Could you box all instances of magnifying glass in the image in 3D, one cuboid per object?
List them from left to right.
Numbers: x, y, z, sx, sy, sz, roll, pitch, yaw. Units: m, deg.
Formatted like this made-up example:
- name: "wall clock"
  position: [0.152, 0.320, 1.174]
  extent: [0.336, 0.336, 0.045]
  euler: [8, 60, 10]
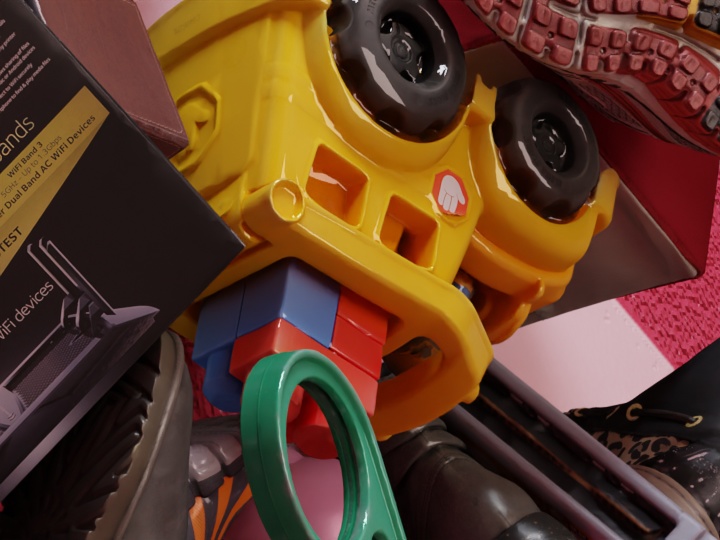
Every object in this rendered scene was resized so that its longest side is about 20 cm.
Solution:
- name: "magnifying glass"
  position: [0.008, 0.113, 1.077]
  extent: [0.200, 0.022, 0.080]
  euler: [63, 27, -31]

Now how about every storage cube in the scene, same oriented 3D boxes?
- name: "storage cube"
  position: [0.058, -0.091, 1.345]
  extent: [0.200, 0.171, 0.180]
  euler: [47, 40, -34]

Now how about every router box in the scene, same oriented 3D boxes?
- name: "router box"
  position: [-0.160, 0.006, 0.965]
  extent: [0.200, 0.052, 0.157]
  euler: [-46, 123, -8]

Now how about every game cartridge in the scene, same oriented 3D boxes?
- name: "game cartridge"
  position: [0.092, 0.111, 1.280]
  extent: [0.042, 0.200, 0.133]
  euler: [-40, 150, -20]

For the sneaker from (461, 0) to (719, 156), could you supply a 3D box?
- name: "sneaker"
  position: [0.095, -0.102, 1.195]
  extent: [0.200, 0.082, 0.078]
  euler: [35, 75, -25]

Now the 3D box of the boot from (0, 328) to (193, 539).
- name: "boot"
  position: [-0.043, 0.134, 1.053]
  extent: [0.200, 0.072, 0.182]
  euler: [27, 76, -36]

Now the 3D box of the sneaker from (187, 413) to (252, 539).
- name: "sneaker"
  position: [-0.090, 0.135, 1.112]
  extent: [0.200, 0.077, 0.112]
  euler: [-33, 108, -47]

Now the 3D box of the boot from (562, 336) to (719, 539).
- name: "boot"
  position: [0.157, 0.067, 1.360]
  extent: [0.154, 0.204, 0.074]
  euler: [-42, 104, -12]

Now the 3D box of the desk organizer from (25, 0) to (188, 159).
- name: "desk organizer"
  position: [-0.140, -0.118, 1.093]
  extent: [0.077, 0.072, 0.200]
  euler: [20, 42, -54]

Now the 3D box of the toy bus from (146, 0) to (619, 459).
- name: "toy bus"
  position: [0.000, 0.000, 1.165]
  extent: [0.200, 0.136, 0.192]
  euler: [31, 48, -33]

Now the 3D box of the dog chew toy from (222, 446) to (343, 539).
- name: "dog chew toy"
  position: [0.003, 0.167, 1.191]
  extent: [0.124, 0.124, 0.200]
  euler: [-23, 87, -58]

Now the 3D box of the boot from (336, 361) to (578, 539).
- name: "boot"
  position: [0.041, 0.125, 1.293]
  extent: [0.131, 0.068, 0.200]
  euler: [46, -22, 27]
